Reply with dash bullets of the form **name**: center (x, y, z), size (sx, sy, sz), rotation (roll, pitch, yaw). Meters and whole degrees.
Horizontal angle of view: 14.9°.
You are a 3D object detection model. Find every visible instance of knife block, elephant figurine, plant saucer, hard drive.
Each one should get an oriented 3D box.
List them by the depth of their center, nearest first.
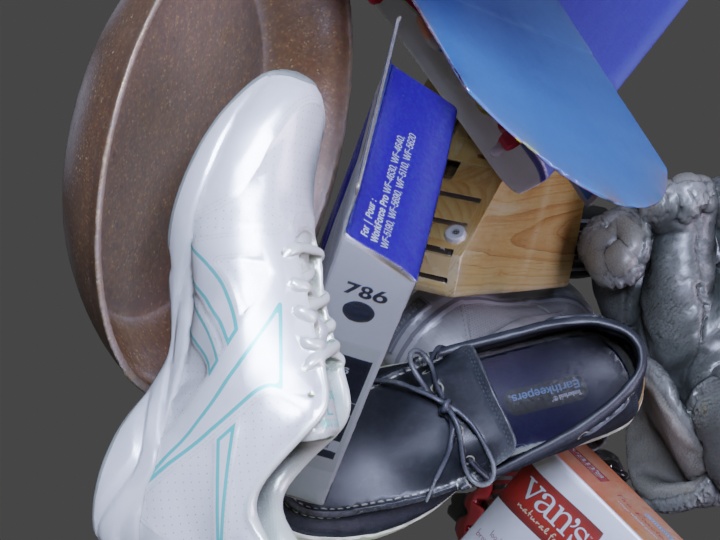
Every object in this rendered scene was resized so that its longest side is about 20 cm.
- **plant saucer**: center (-0.063, -0.051, 1.075), size (0.200, 0.037, 0.201), rotation (-45, 144, -48)
- **hard drive**: center (0.083, -0.141, 1.291), size (0.132, 0.025, 0.200), rotation (53, 42, -12)
- **elephant figurine**: center (0.184, 0.060, 1.352), size (0.155, 0.141, 0.201), rotation (21, 50, -60)
- **knife block**: center (0.068, -0.018, 1.356), size (0.200, 0.064, 0.176), rotation (-60, 151, -35)

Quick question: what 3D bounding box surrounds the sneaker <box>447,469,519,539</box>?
- **sneaker**: center (0.088, 0.173, 1.457), size (0.071, 0.098, 0.201), rotation (38, 65, -62)

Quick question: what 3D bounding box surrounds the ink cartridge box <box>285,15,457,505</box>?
- **ink cartridge box**: center (0.000, 0.000, 1.131), size (0.200, 0.039, 0.100), rotation (110, -4, -50)

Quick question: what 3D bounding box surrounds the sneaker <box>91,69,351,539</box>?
- **sneaker**: center (-0.036, 0.025, 1.041), size (0.070, 0.080, 0.201), rotation (14, 90, -65)

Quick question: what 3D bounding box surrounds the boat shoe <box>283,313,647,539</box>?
- **boat shoe**: center (0.041, 0.066, 1.236), size (0.062, 0.199, 0.075), rotation (122, -51, -67)

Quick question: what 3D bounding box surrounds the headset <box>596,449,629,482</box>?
- **headset**: center (0.116, 0.174, 1.583), size (0.124, 0.094, 0.200), rotation (-51, 161, -44)

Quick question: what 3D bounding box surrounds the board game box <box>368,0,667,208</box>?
- **board game box**: center (0.047, -0.094, 1.171), size (0.039, 0.200, 0.158), rotation (-42, 152, 22)

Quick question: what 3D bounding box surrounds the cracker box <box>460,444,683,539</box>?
- **cracker box**: center (0.080, 0.198, 1.307), size (0.200, 0.134, 0.058), rotation (-51, 158, 13)

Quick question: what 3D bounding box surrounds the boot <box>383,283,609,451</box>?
- **boot**: center (0.087, 0.058, 1.377), size (0.074, 0.096, 0.200), rotation (-52, 157, 19)
